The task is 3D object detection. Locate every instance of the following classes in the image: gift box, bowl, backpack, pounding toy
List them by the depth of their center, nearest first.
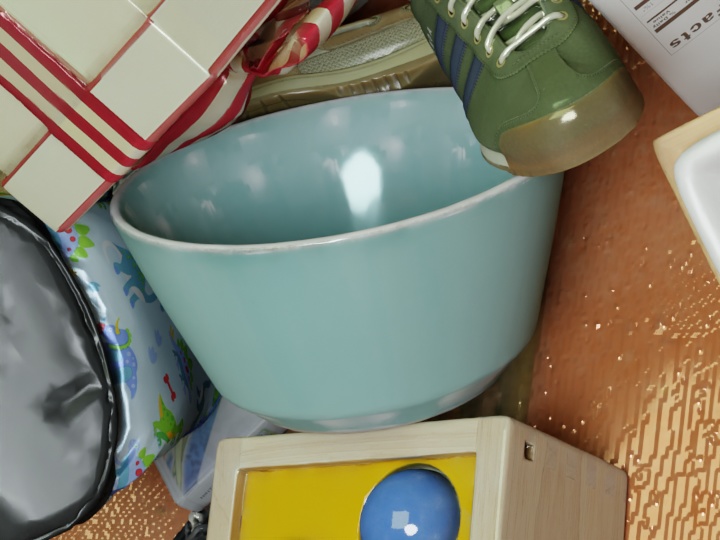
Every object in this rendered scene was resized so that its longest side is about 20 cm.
[{"bbox_3d":[-0.091,-0.151,1.041,0.200,0.187,0.184,-52,9,-29],"label":"gift box"},{"bbox_3d":[-0.011,0.164,1.094,0.200,0.142,0.185,-7,69,35],"label":"pounding toy"},{"bbox_3d":[0.000,0.000,1.100,0.200,0.201,0.105,5,116,39],"label":"bowl"},{"bbox_3d":[-0.138,0.034,1.179,0.153,0.200,0.164,-19,88,-5],"label":"backpack"}]

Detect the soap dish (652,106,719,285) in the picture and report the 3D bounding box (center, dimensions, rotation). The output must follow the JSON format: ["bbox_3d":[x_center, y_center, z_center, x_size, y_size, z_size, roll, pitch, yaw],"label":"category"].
[{"bbox_3d":[0.236,-0.025,0.983,0.200,0.081,0.158,-27,91,26],"label":"soap dish"}]

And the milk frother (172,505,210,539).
[{"bbox_3d":[-0.170,0.165,1.183,0.180,0.188,0.200,36,99,38],"label":"milk frother"}]

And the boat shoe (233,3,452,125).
[{"bbox_3d":[0.004,-0.091,1.213,0.200,0.073,0.063,-21,42,14],"label":"boat shoe"}]

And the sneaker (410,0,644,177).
[{"bbox_3d":[0.054,-0.105,1.053,0.067,0.090,0.200,-31,19,3],"label":"sneaker"}]

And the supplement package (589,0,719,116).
[{"bbox_3d":[0.125,-0.177,1.076,0.120,0.200,0.121,-40,54,11],"label":"supplement package"}]

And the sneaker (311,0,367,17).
[{"bbox_3d":[-0.089,-0.133,1.274,0.200,0.077,0.081,-26,46,-15],"label":"sneaker"}]

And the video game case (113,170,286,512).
[{"bbox_3d":[-0.065,-0.011,1.281,0.182,0.022,0.200,-44,52,16],"label":"video game case"}]
